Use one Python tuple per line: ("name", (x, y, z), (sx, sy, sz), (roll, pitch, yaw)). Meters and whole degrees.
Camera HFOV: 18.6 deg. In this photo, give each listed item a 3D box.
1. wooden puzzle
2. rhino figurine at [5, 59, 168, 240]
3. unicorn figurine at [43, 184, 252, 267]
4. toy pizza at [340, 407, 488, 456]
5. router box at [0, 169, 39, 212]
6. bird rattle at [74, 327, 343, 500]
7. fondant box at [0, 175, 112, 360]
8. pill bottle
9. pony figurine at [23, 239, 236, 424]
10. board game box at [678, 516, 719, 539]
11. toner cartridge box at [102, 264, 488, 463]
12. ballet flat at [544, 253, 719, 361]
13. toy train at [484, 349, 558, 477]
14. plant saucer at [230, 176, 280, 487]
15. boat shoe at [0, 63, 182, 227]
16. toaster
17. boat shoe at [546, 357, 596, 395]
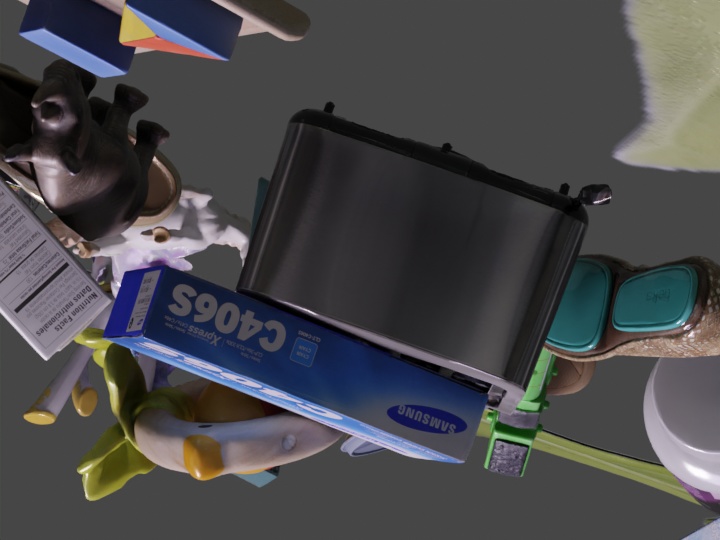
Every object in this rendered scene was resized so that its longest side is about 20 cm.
("wooden puzzle", (-0.148, -0.141, 1.062), (0.185, 0.047, 0.200), (26, 169, -34))
("rhino figurine", (-0.166, -0.073, 1.321), (0.059, 0.088, 0.200), (17, 171, 9))
("unicorn figurine", (-0.143, -0.029, 1.633), (0.199, 0.074, 0.137), (14, 180, 16))
("toy pizza", (0.073, 0.091, 1.704), (0.199, 0.032, 0.200), (-23, 170, -4))
("router box", (-0.312, -0.107, 1.555), (0.199, 0.062, 0.150), (21, 172, -7))
("bird rattle", (-0.074, 0.092, 1.347), (0.199, 0.113, 0.163), (-3, -167, -29))
("fondant box", (-0.247, -0.046, 1.342), (0.200, 0.058, 0.144), (50, 174, -17))
("pill bottle", (0.243, 0.095, 1.420), (0.112, 0.113, 0.200), (16, 171, 20))
("pony figurine", (-0.178, 0.034, 1.816), (0.192, 0.201, 0.166), (-6, 151, 33))
("board game box", (0.308, 0.170, 1.447), (0.199, 0.044, 0.199), (-5, 159, -34))
("toner cartridge box", (-0.037, 0.053, 1.230), (0.199, 0.043, 0.095), (22, 172, -17))
("ballet flat", (0.169, 0.028, 1.324), (0.065, 0.071, 0.200), (19, 174, -25))
("toy train", (0.114, 0.072, 1.498), (0.041, 0.057, 0.201), (13, 142, 4))
("plant saucer", (-0.061, 0.042, 1.491), (0.019, 0.201, 0.070), (0, 163, 24))
("boat shoe", (-0.202, -0.085, 1.440), (0.199, 0.072, 0.065), (29, 169, -20))
("toaster", (0.032, -0.005, 1.258), (0.180, 0.119, 0.200), (18, 171, 2))
("boat shoe", (0.075, 0.038, 1.593), (0.199, 0.072, 0.065), (15, -177, 7))
